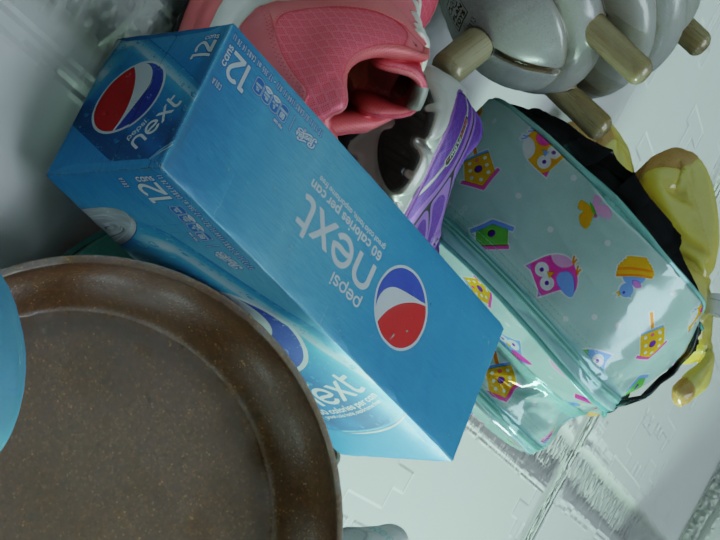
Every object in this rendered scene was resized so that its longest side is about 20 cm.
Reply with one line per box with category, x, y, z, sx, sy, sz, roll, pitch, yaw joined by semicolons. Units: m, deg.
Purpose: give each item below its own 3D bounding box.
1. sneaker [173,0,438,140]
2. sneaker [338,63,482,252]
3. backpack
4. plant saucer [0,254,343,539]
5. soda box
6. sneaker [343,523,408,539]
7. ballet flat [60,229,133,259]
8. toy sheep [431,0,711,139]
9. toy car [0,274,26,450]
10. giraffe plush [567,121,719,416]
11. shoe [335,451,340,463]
sneaker;-0.002;-0.090;0.869;0.200;0.087;0.074;-35;147;-56
sneaker;0.000;0.000;0.967;0.083;0.081;0.200;23;101;-54
backpack;0.092;0.003;1.080;0.153;0.176;0.200;-42;173;-6
plant saucer;-0.104;0.095;0.756;0.201;0.200;0.034;-58;-162;-14
soda box;-0.027;-0.005;0.797;0.200;0.064;0.068;46;56;-38
sneaker;-0.038;0.174;1.038;0.088;0.075;0.200;-26;175;-33
ballet flat;-0.067;0.005;0.854;0.200;0.070;0.067;-36;149;-53
toy sheep;0.107;-0.145;1.021;0.200;0.138;0.138;-38;150;-37
toy car;-0.207;0.049;0.416;0.184;0.177;0.200;-9;137;-55
giraffe plush;0.163;0.012;1.385;0.173;0.200;0.162;-58;-170;-23
shoe;-0.053;0.101;1.010;0.053;0.070;0.200;-30;172;8
